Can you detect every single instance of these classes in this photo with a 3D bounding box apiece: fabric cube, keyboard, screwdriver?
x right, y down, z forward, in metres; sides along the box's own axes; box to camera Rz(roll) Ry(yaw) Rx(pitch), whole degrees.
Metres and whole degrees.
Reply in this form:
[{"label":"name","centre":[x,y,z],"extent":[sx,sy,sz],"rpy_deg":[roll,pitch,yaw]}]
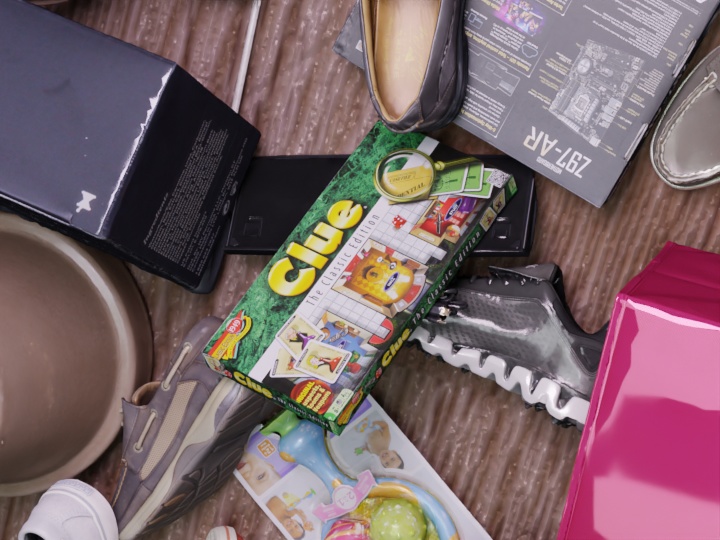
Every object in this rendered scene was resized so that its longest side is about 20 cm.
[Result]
[{"label":"fabric cube","centre":[0.242,0.112,1.521],"extent":[0.199,0.200,0.196],"rpy_deg":[15,104,13]},{"label":"keyboard","centre":[0.011,-0.019,1.612],"extent":[0.200,0.021,0.127],"rpy_deg":[0,57,16]},{"label":"screwdriver","centre":[-0.088,-0.081,1.655],"extent":[0.028,0.029,0.200],"rpy_deg":[14,104,11]}]

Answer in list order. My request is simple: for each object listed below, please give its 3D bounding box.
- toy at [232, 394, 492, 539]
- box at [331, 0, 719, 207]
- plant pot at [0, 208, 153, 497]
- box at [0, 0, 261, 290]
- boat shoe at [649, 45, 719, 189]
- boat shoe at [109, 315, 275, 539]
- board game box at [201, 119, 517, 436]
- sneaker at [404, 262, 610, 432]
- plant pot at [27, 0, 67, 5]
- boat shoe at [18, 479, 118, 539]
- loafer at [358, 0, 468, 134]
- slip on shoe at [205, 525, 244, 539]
[{"label":"toy","centre":[0.004,0.171,1.667],"extent":[0.115,0.047,0.200],"rpy_deg":[-39,87,23]},{"label":"box","centre":[0.106,-0.158,1.584],"extent":[0.200,0.044,0.160],"rpy_deg":[30,106,7]},{"label":"plant pot","centre":[-0.256,0.065,1.649],"extent":[0.200,0.175,0.200],"rpy_deg":[3,101,15]},{"label":"box","centre":[-0.190,-0.089,1.570],"extent":[0.197,0.200,0.117],"rpy_deg":[23,87,15]},{"label":"boat shoe","centre":[0.254,-0.120,1.545],"extent":[0.202,0.060,0.072],"rpy_deg":[-40,89,17]},{"label":"boat shoe","centre":[-0.117,0.102,1.665],"extent":[0.073,0.074,0.200],"rpy_deg":[50,127,17]},{"label":"board game box","centre":[0.000,0.000,1.577],"extent":[0.105,0.023,0.200],"rpy_deg":[24,67,29]},{"label":"sneaker","centre":[0.086,0.027,1.616],"extent":[0.200,0.066,0.091],"rpy_deg":[28,91,15]},{"label":"plant pot","centre":[-0.206,-0.230,1.589],"extent":[0.201,0.201,0.093],"rpy_deg":[13,131,11]},{"label":"boat shoe","centre":[-0.189,0.238,1.696],"extent":[0.072,0.069,0.200],"rpy_deg":[15,124,25]},{"label":"loafer","centre":[0.031,-0.181,1.538],"extent":[0.073,0.072,0.200],"rpy_deg":[-4,98,16]},{"label":"slip on shoe","centre":[-0.061,0.265,1.701],"extent":[0.061,0.074,0.200],"rpy_deg":[-18,90,-18]}]
